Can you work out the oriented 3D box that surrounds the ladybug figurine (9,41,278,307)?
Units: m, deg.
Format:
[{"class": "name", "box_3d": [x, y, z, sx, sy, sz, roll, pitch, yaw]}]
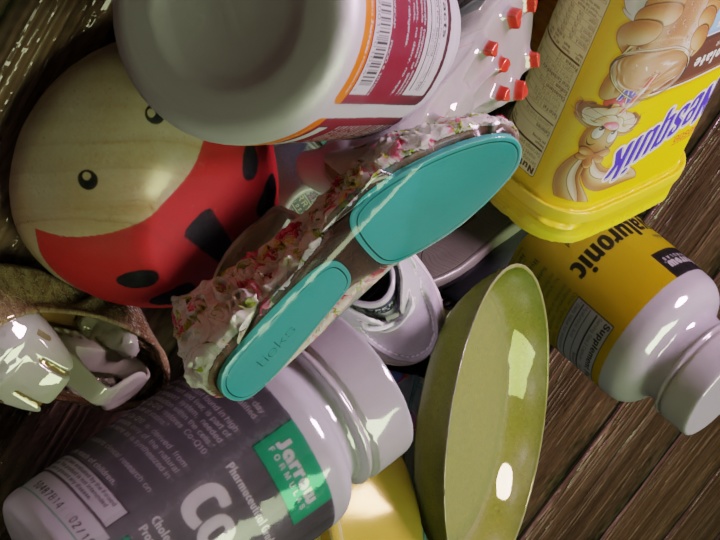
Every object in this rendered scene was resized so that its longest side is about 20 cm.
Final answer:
[{"class": "ladybug figurine", "box_3d": [-0.095, -0.038, 0.897, 0.136, 0.072, 0.200, -48, 156, -1]}]

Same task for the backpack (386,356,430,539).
[{"class": "backpack", "box_3d": [0.023, 0.136, 1.225, 0.167, 0.126, 0.201, 11, 86, -58]}]

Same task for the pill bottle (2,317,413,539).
[{"class": "pill bottle", "box_3d": [-0.077, 0.111, 0.961, 0.200, 0.113, 0.113, -35, 153, -22]}]

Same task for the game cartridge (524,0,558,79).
[{"class": "game cartridge", "box_3d": [0.189, -0.175, 1.220, 0.200, 0.032, 0.176, -43, 156, -12]}]

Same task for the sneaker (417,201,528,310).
[{"class": "sneaker", "box_3d": [0.042, 0.002, 1.186, 0.199, 0.075, 0.106, -25, 150, -35]}]

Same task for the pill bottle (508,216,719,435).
[{"class": "pill bottle", "box_3d": [0.184, 0.023, 1.303, 0.111, 0.200, 0.111, -38, 155, -21]}]

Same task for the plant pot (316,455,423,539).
[{"class": "plant pot", "box_3d": [-0.093, 0.169, 1.093, 0.188, 0.201, 0.201, -7, 136, -34]}]

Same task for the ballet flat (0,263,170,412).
[{"class": "ballet flat", "box_3d": [-0.157, 0.039, 0.918, 0.071, 0.065, 0.200, -54, 155, 14]}]

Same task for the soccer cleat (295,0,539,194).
[{"class": "soccer cleat", "box_3d": [0.037, -0.101, 0.991, 0.200, 0.077, 0.070, -52, 144, -44]}]

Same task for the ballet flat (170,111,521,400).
[{"class": "ballet flat", "box_3d": [-0.015, -0.020, 0.883, 0.200, 0.064, 0.076, -39, 144, -5]}]

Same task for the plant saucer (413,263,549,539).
[{"class": "plant saucer", "box_3d": [0.073, 0.094, 1.129, 0.200, 0.031, 0.201, 8, 90, -69]}]

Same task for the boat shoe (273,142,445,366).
[{"class": "boat shoe", "box_3d": [0.000, 0.000, 1.036, 0.072, 0.069, 0.200, -32, 132, -2]}]

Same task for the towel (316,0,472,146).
[{"class": "towel", "box_3d": [0.030, -0.119, 1.048, 0.147, 0.022, 0.200, -45, 156, -6]}]

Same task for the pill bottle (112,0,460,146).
[{"class": "pill bottle", "box_3d": [-0.022, -0.115, 0.834, 0.113, 0.113, 0.200, -54, 167, 15]}]

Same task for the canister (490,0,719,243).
[{"class": "canister", "box_3d": [0.166, -0.129, 1.121, 0.148, 0.087, 0.201, -24, 146, -40]}]
